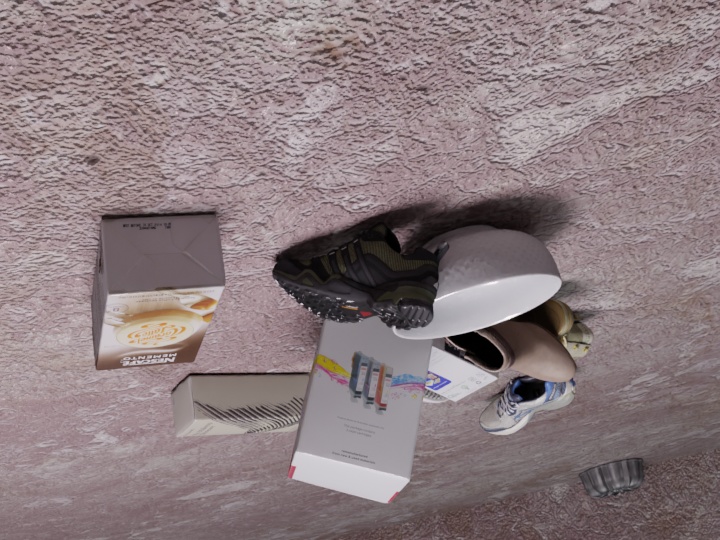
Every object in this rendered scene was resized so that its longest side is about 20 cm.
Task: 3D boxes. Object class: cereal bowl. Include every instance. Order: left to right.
[{"bbox_3d":[0.122,0.006,1.105,0.196,0.085,0.201,-13,161,-4],"label":"cereal bowl"}]

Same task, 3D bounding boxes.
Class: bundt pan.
[{"bbox_3d":[0.752,0.623,2.901,0.198,0.077,0.203,-10,157,-4],"label":"bundt pan"}]

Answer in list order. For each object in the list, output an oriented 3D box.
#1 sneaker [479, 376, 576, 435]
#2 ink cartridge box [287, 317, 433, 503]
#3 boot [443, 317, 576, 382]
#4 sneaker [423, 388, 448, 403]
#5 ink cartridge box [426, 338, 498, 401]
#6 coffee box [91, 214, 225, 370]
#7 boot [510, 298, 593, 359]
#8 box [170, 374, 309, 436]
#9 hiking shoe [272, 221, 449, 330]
[{"bbox_3d":[0.284,0.229,1.756,0.199,0.078,0.085,-35,139,29],"label":"sneaker"},{"bbox_3d":[0.001,0.165,1.231,0.142,0.203,0.146,14,155,-2],"label":"ink cartridge box"},{"bbox_3d":[0.184,0.101,1.250,0.197,0.071,0.146,27,-167,8],"label":"boot"},{"bbox_3d":[0.044,0.171,1.490,0.197,0.074,0.114,11,154,-24],"label":"sneaker"},{"bbox_3d":[0.092,0.121,1.380,0.198,0.040,0.099,26,140,-28],"label":"ink cartridge box"},{"bbox_3d":[-0.211,0.027,0.993,0.112,0.081,0.200,-3,156,-19],"label":"coffee box"},{"bbox_3d":[0.279,0.089,1.407,0.152,0.073,0.200,1,159,-27],"label":"boot"},{"bbox_3d":[-0.170,0.196,1.427,0.197,0.070,0.082,2,154,-32],"label":"box"},{"bbox_3d":[0.000,0.000,1.041,0.197,0.102,0.076,10,155,28],"label":"hiking shoe"}]
